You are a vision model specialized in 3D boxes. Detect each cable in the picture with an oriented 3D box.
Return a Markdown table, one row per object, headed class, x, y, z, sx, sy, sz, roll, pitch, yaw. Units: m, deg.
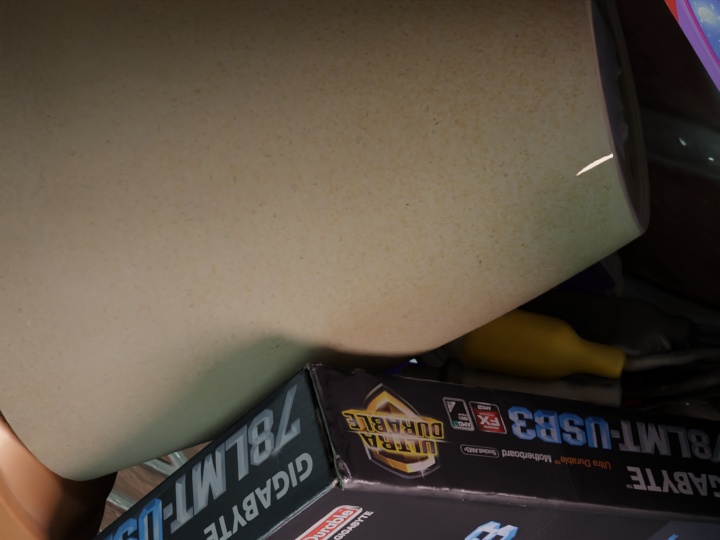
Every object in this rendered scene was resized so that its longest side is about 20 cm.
| class | x | y | z | sx | sy | sz | roll | pitch | yaw |
| --- | --- | --- | --- | --- | --- | --- | --- | --- | --- |
| cable | 0.115 | 0.042 | 0.862 | 0.199 | 0.050 | 0.097 | 8 | 155 | 19 |

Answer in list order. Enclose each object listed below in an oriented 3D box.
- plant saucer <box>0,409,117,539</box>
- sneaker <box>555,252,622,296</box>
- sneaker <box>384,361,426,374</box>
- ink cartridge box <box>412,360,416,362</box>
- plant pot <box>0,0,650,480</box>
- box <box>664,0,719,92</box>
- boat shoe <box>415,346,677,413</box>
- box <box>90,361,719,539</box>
| class | x | y | z | sx | sy | sz | roll | pitch | yaw |
| --- | --- | --- | --- | --- | --- | --- | --- | --- | --- |
| plant saucer | -0.123 | 0.002 | 0.850 | 0.200 | 0.032 | 0.201 | -14 | -90 | -82 |
| sneaker | 0.000 | 0.000 | 0.946 | 0.199 | 0.084 | 0.081 | 8 | 153 | 12 |
| sneaker | -0.010 | 0.046 | 0.999 | 0.081 | 0.083 | 0.200 | 35 | -156 | -52 |
| ink cartridge box | 0.029 | 0.062 | 1.145 | 0.200 | 0.043 | 0.196 | 40 | 158 | 7 |
| plant pot | -0.013 | -0.040 | 0.802 | 0.199 | 0.188 | 0.188 | -11 | 138 | 14 |
| box | 0.163 | -0.053 | 0.696 | 0.137 | 0.039 | 0.200 | 10 | 143 | 52 |
| boat shoe | 0.098 | 0.056 | 0.981 | 0.200 | 0.072 | 0.072 | 39 | -179 | 37 |
| box | 0.004 | 0.108 | 0.855 | 0.200 | 0.198 | 0.050 | -40 | 55 | 36 |
